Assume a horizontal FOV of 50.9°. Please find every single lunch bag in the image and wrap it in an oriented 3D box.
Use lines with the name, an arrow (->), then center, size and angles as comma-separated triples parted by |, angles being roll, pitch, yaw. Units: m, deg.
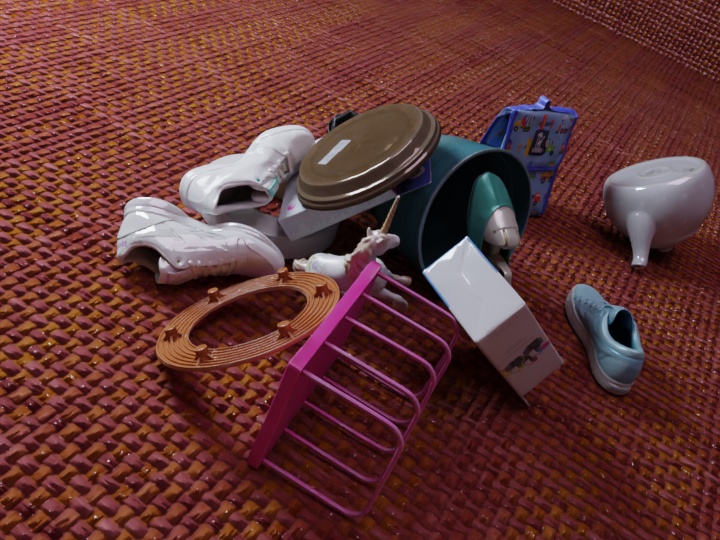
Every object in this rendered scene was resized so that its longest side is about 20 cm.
lunch bag -> 0.264, -0.195, 1.248 | 0.149, 0.202, 0.094 | -4, 41, -32

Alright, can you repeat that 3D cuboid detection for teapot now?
teapot -> 0.527, -0.106, 1.327 | 0.197, 0.148, 0.198 | -17, 17, 2

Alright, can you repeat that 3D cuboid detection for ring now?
ring -> -0.118, 0.043, 0.785 | 0.198, 0.019, 0.201 | -13, 22, 5

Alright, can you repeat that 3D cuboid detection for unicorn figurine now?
unicorn figurine -> 0.000, 0.000, 0.875 | 0.137, 0.198, 0.075 | 28, 56, -47

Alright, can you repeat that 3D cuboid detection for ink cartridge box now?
ink cartridge box -> 0.160, 0.064, 0.863 | 0.200, 0.068, 0.116 | 46, 7, -50
ink cartridge box -> -0.006, -0.139, 0.995 | 0.044, 0.198, 0.197 | 57, 20, -30

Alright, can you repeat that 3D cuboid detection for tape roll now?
tape roll -> -0.124, -0.092, 1.043 | 0.200, 0.037, 0.204 | 14, 36, -10

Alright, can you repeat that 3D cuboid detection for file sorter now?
file sorter -> 0.004, 0.115, 0.748 | 0.124, 0.140, 0.200 | 30, 35, 7

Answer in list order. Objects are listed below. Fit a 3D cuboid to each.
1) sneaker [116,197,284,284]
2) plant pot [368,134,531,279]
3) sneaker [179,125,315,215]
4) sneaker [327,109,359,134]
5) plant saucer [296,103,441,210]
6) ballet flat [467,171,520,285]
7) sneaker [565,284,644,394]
sneaker -> -0.189, -0.014, 0.892 | 0.197, 0.075, 0.101 | 15, 54, -9
plant pot -> 0.102, -0.101, 1.056 | 0.198, 0.203, 0.188 | -8, 29, -36
sneaker -> -0.123, -0.117, 0.956 | 0.199, 0.076, 0.088 | -33, 40, -28
sneaker -> -0.008, -0.201, 1.187 | 0.076, 0.112, 0.200 | 26, 34, 7
plant saucer -> 0.004, -0.146, 0.932 | 0.198, 0.030, 0.201 | -22, 33, 15
ballet flat -> 0.172, -0.021, 0.962 | 0.067, 0.203, 0.070 | -9, 22, -32
sneaker -> 0.343, 0.072, 1.036 | 0.073, 0.083, 0.201 | 11, 36, -16
